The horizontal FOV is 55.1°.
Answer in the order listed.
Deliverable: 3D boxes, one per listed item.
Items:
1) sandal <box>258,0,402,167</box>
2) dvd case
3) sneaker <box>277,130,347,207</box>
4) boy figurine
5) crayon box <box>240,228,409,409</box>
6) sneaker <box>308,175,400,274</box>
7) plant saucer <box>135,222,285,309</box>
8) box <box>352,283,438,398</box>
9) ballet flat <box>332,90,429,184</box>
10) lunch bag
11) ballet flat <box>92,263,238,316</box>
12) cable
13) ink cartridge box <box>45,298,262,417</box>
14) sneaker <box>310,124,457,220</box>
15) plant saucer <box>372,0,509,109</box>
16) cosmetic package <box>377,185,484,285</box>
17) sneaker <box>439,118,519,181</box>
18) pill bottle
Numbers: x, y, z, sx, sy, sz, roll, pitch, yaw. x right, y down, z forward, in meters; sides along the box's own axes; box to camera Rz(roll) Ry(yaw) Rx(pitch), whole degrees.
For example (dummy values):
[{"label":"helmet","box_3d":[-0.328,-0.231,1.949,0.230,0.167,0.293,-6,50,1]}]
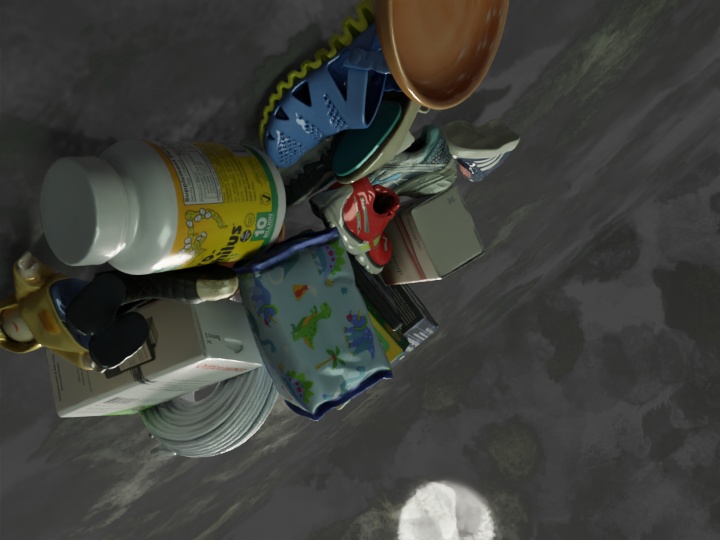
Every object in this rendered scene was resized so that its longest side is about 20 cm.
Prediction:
[{"label":"sandal","box_3d":[-0.019,-0.170,0.672,0.200,0.088,0.079,-43,163,20]},{"label":"dvd case","box_3d":[0.000,0.000,0.899,0.017,0.143,0.200,-38,-173,4]},{"label":"sneaker","box_3d":[-0.034,-0.137,0.773,0.198,0.078,0.080,-31,180,-4]},{"label":"boy figurine","box_3d":[-0.276,0.038,0.622,0.198,0.126,0.065,-1,-147,39]},{"label":"crayon box","box_3d":[-0.046,0.062,0.895,0.119,0.201,0.058,-42,177,14]},{"label":"sneaker","box_3d":[0.014,-0.056,0.806,0.084,0.078,0.200,-36,161,6]},{"label":"plant saucer","box_3d":[-0.181,-0.013,0.822,0.199,0.032,0.201,-33,160,-13]},{"label":"box","box_3d":[0.014,0.107,1.139,0.199,0.108,0.148,-39,162,6]},{"label":"ballet flat","box_3d":[0.042,-0.168,0.716,0.202,0.069,0.069,-61,161,-2]},{"label":"lunch bag","box_3d":[-0.067,0.053,0.761,0.126,0.173,0.199,-24,-174,-24]},{"label":"ballet flat","box_3d":[-0.195,0.023,0.686,0.197,0.058,0.066,-5,-177,34]},{"label":"cable","box_3d":[-0.199,0.146,0.917,0.197,0.203,0.069,-5,145,28]},{"label":"ink cartridge box","box_3d":[-0.237,0.101,0.814,0.197,0.085,0.145,-22,164,13]},{"label":"sneaker","box_3d":[0.023,-0.129,0.890,0.197,0.078,0.087,-22,122,-3]},{"label":"plant saucer","box_3d":[0.071,-0.247,0.608,0.199,0.037,0.203,-29,127,-46]},{"label":"cosmetic package","box_3d":[0.069,-0.042,0.974,0.087,0.105,0.199,-29,-172,-27]},{"label":"sneaker","box_3d":[0.165,-0.170,1.022,0.199,0.075,0.085,-15,147,-50]},{"label":"pill bottle","box_3d":[-0.169,-0.057,0.613,0.199,0.113,0.113,-11,148,-53]}]
